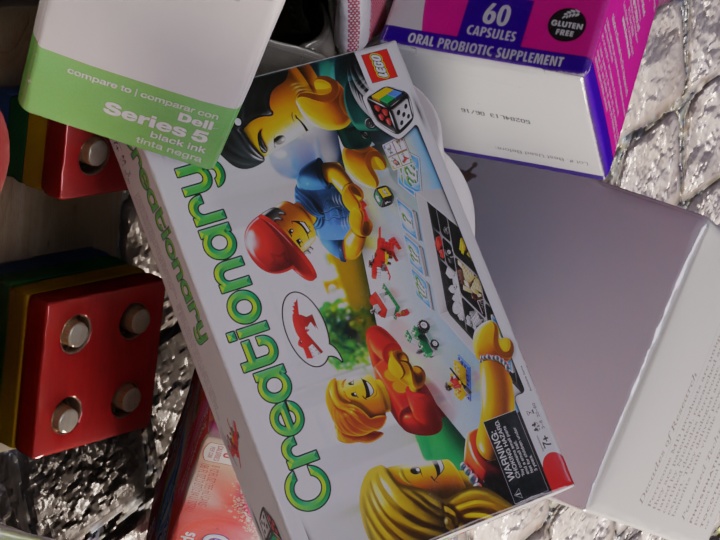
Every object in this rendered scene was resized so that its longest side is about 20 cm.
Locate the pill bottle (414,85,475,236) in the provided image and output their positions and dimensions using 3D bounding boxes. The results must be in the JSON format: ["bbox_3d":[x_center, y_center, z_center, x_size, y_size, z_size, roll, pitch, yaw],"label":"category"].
[{"bbox_3d":[0.000,0.000,0.900,0.112,0.112,0.200,-48,155,-27],"label":"pill bottle"}]

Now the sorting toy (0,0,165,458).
[{"bbox_3d":[-0.158,-0.004,0.760,0.198,0.069,0.201,-12,117,-50],"label":"sorting toy"}]

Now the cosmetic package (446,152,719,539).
[{"bbox_3d":[0.124,0.043,1.066,0.200,0.167,0.167,26,86,-59],"label":"cosmetic package"}]

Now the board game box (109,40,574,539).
[{"bbox_3d":[-0.008,0.016,0.753,0.126,0.035,0.201,-18,81,-27],"label":"board game box"}]

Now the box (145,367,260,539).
[{"bbox_3d":[-0.038,0.105,0.860,0.200,0.102,0.095,113,-14,-46],"label":"box"}]

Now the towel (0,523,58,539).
[{"bbox_3d":[-0.172,0.193,0.787,0.171,0.048,0.200,23,107,-31],"label":"towel"}]

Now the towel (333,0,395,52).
[{"bbox_3d":[0.024,-0.207,0.887,0.200,0.030,0.147,-53,148,-52],"label":"towel"}]

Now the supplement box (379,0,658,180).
[{"bbox_3d":[0.093,-0.161,0.910,0.103,0.101,0.201,64,41,-61],"label":"supplement box"}]

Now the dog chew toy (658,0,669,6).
[{"bbox_3d":[0.149,-0.199,1.033,0.200,0.124,0.125,-42,137,-22],"label":"dog chew toy"}]

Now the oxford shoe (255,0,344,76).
[{"bbox_3d":[-0.028,-0.095,0.899,0.075,0.058,0.200,-50,142,-27],"label":"oxford shoe"}]

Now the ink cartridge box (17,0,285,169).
[{"bbox_3d":[-0.052,-0.155,0.668,0.200,0.084,0.146,122,-16,-57],"label":"ink cartridge box"}]
